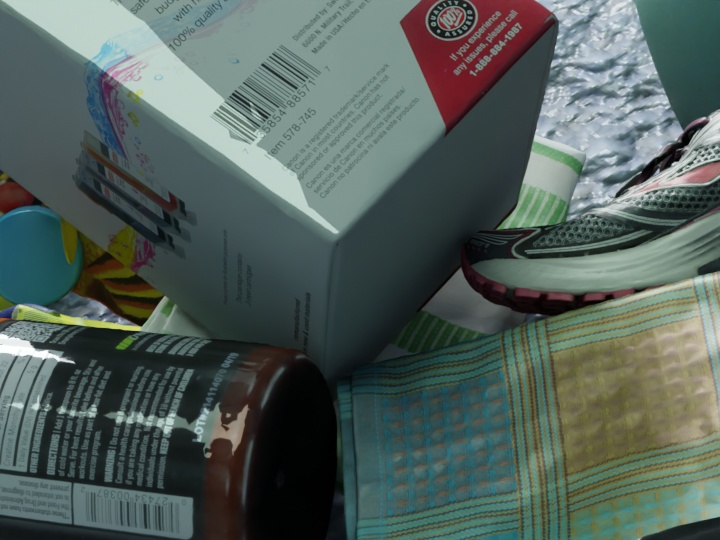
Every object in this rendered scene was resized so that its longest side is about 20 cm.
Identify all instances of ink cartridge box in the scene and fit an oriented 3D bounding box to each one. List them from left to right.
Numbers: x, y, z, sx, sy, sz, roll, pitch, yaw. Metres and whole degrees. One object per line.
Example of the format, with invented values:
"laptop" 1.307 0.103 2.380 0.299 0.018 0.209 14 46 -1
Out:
"ink cartridge box" -0.045 -0.075 0.927 0.200 0.145 0.145 37 64 16

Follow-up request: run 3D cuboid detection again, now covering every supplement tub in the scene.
"supplement tub" -0.116 0.075 0.895 0.199 0.107 0.107 5 45 20

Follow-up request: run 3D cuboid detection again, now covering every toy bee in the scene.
"toy bee" -0.149 -0.038 1.044 0.199 0.109 0.131 13 12 -23

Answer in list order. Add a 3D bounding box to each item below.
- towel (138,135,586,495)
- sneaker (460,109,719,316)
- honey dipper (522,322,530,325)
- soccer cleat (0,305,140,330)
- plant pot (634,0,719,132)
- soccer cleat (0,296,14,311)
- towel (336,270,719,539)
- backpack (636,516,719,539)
"towel" 0.000 0.000 0.981 0.152 0.023 0.201 22 59 11
"sneaker" 0.139 -0.027 0.931 0.199 0.081 0.075 -14 82 9
"honey dipper" 0.086 0.030 0.990 0.199 0.038 0.038 2 44 21
"soccer cleat" -0.119 0.049 1.001 0.199 0.084 0.065 -7 41 15
"plant pot" 0.214 -0.131 1.004 0.160 0.201 0.201 -18 38 19
"soccer cleat" -0.194 0.016 1.114 0.084 0.065 0.200 41 59 14
"towel" 0.085 0.066 0.843 0.199 0.022 0.147 -17 41 12
"backpack" 0.109 0.173 0.748 0.199 0.127 0.167 -28 53 -12
